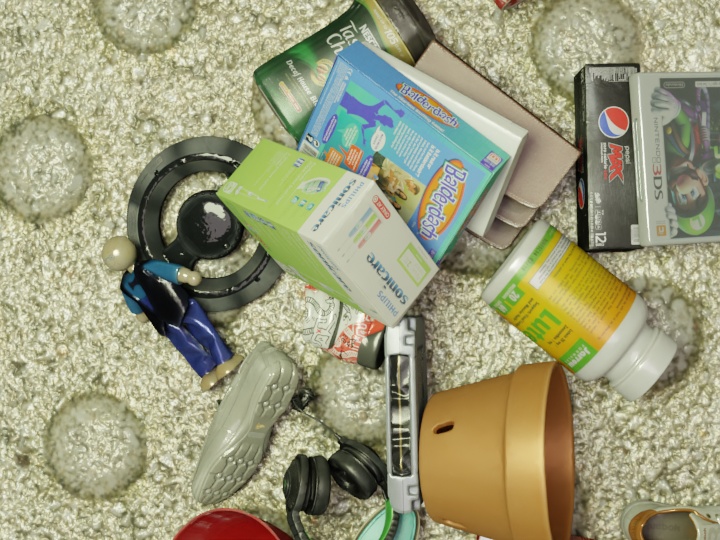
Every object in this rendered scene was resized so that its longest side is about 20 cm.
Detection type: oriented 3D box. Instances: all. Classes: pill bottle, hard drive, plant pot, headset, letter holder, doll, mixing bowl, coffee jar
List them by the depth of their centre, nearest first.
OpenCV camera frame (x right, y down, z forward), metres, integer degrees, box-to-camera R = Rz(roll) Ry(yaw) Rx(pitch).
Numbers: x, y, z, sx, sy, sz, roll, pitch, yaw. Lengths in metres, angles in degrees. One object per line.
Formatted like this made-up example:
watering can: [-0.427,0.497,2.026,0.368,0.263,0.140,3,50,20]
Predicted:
hard drive: [0.067,-0.137,1.122,0.199,0.026,0.133,32,133,15]
plant pot: [0.146,0.198,1.135,0.138,0.200,0.203,-2,89,20]
pill bottle: [0.239,0.048,1.158,0.199,0.111,0.112,39,93,4]
mixing bowl: [-0.118,0.362,1.175,0.198,0.108,0.203,-5,80,29]
letter holder: [0.119,-0.130,1.177,0.199,0.101,0.143,38,95,4]
headset: [-0.034,0.228,1.180,0.122,0.094,0.203,-14,78,-23]
coffee jar: [-0.015,-0.234,1.195,0.199,0.085,0.105,-36,87,3]
doll: [-0.215,0.039,1.204,0.200,0.048,0.136,49,135,-4]

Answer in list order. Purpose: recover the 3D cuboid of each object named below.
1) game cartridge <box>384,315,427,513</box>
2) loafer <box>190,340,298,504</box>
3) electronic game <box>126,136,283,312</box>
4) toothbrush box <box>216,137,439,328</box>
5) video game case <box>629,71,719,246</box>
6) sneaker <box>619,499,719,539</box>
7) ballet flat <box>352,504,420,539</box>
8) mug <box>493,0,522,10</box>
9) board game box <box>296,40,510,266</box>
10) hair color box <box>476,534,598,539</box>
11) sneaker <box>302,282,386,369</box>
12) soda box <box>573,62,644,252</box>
game cartridge: [0.052,0.151,1.163,0.040,0.133,0.203,-1,88,13]
loafer: [-0.138,0.175,1.220,0.070,0.069,0.201,42,104,45]
electronic game: [-0.173,-0.053,1.229,0.197,0.042,0.203,1,98,5]
toothbrush box: [-0.036,-0.041,1.113,0.086,0.199,0.146,-50,130,-11]
video game case: [0.387,-0.123,1.156,0.197,0.023,0.185,-4,90,-17]
sneaker: [0.388,0.291,1.158,0.197,0.085,0.074,0,88,4]
ballet flat: [0.005,0.351,1.198,0.069,0.070,0.201,30,76,4]
mug: [0.162,-0.411,1.161,0.176,0.133,0.201,-32,90,6]
board game box: [0.037,-0.116,1.108,0.199,0.045,0.153,39,134,9]
hair color box: [0.220,0.351,1.183,0.197,0.064,0.113,10,89,6]
sneaker: [0.000,0.000,1.201,0.107,0.067,0.204,16,84,15]
soda box: [0.273,-0.122,1.175,0.062,0.071,0.203,-1,89,1]
